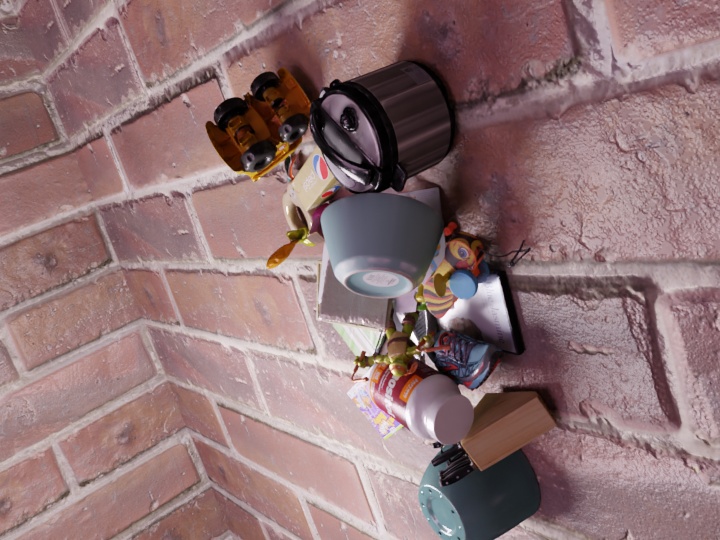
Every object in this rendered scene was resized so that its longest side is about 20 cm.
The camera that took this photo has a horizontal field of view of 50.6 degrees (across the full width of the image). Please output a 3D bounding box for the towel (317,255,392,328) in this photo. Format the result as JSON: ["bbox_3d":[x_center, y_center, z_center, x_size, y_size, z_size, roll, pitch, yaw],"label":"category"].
[{"bbox_3d":[0.000,0.000,1.363,0.130,0.204,0.035,4,163,18],"label":"towel"}]

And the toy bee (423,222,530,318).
[{"bbox_3d":[0.158,-0.018,1.195,0.200,0.131,0.109,-42,90,20],"label":"toy bee"}]

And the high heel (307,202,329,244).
[{"bbox_3d":[-0.022,-0.115,1.473,0.197,0.097,0.068,-9,138,38],"label":"high heel"}]

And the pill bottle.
[{"bbox_3d":[0.105,0.222,1.326,0.199,0.111,0.115,23,132,57],"label":"pill bottle"}]

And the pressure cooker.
[{"bbox_3d":[0.023,-0.214,1.163,0.174,0.198,0.182,8,120,53],"label":"pressure cooker"}]

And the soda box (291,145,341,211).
[{"bbox_3d":[-0.064,-0.191,1.453,0.069,0.063,0.200,59,149,6],"label":"soda box"}]

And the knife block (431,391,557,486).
[{"bbox_3d":[0.209,0.287,1.273,0.064,0.176,0.199,50,152,-12],"label":"knife block"}]

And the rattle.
[{"bbox_3d":[-0.164,-0.130,1.592,0.131,0.140,0.203,-126,20,-53],"label":"rattle"}]

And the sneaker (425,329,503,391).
[{"bbox_3d":[0.164,0.146,1.292,0.095,0.080,0.200,42,160,-8],"label":"sneaker"}]

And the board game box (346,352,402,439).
[{"bbox_3d":[0.057,0.268,1.616,0.135,0.045,0.200,49,148,9],"label":"board game box"}]

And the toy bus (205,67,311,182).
[{"bbox_3d":[-0.176,-0.271,1.500,0.137,0.199,0.192,55,-176,15],"label":"toy bus"}]

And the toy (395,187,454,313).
[{"bbox_3d":[0.105,-0.033,1.306,0.113,0.047,0.205,-5,92,33],"label":"toy"}]

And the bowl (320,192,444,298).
[{"bbox_3d":[0.030,-0.026,1.193,0.201,0.197,0.107,140,140,-59],"label":"bowl"}]

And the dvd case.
[{"bbox_3d":[0.188,0.064,1.299,0.198,0.017,0.145,6,117,56],"label":"dvd case"}]

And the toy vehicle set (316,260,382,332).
[{"bbox_3d":[-0.018,0.048,1.537,0.198,0.026,0.127,7,97,48],"label":"toy vehicle set"}]

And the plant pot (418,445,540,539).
[{"bbox_3d":[0.202,0.407,1.400,0.200,0.159,0.204,38,142,37],"label":"plant pot"}]

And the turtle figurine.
[{"bbox_3d":[0.076,0.123,1.326,0.197,0.163,0.064,-24,130,28],"label":"turtle figurine"}]

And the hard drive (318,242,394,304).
[{"bbox_3d":[-0.008,0.024,1.484,0.198,0.026,0.135,18,105,47],"label":"hard drive"}]

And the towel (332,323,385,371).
[{"bbox_3d":[0.001,0.108,1.625,0.150,0.030,0.202,52,150,24],"label":"towel"}]

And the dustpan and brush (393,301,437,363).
[{"bbox_3d":[0.108,0.130,1.433,0.139,0.057,0.203,-27,90,60],"label":"dustpan and brush"}]
